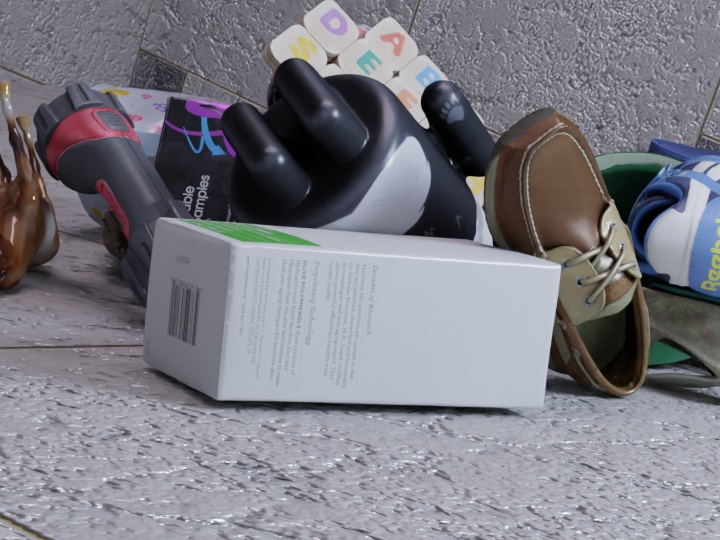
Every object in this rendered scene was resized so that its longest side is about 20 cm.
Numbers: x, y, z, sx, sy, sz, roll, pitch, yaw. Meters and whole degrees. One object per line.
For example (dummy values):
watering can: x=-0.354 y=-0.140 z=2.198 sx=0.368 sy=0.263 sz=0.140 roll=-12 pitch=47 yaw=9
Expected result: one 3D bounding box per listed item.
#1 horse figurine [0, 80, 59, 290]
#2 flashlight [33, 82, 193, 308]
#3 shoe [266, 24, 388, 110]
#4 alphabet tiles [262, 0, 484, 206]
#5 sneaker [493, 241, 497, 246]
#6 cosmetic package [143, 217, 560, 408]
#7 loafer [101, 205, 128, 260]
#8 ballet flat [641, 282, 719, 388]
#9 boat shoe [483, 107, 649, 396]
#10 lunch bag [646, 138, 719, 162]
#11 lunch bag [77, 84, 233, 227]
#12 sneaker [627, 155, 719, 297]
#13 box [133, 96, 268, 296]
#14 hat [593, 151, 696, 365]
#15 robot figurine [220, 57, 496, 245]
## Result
horse figurine: x=-0.235 y=-0.048 z=1.308 sx=0.050 sy=0.133 sz=0.200 roll=-11 pitch=-4 yaw=-7
flashlight: x=-0.152 y=-0.042 z=1.236 sx=0.068 sy=0.068 sz=0.200 roll=-31 pitch=47 yaw=-3
shoe: x=-0.037 y=-0.098 z=1.542 sx=0.071 sy=0.201 sz=0.091 roll=29 pitch=27 yaw=36
alphabet tiles: x=0.016 y=-0.112 z=1.462 sx=0.015 sy=0.200 sz=0.196 roll=-41 pitch=2 yaw=43
sneaker: x=0.000 y=0.000 z=1.360 sx=0.199 sy=0.074 sz=0.081 roll=6 pitch=-10 yaw=-19
cosmetic package: x=-0.005 y=0.024 z=1.040 sx=0.199 sy=0.085 sz=0.107 roll=2 pitch=7 yaw=-30
loafer: x=-0.159 y=-0.026 z=1.412 sx=0.063 sy=0.072 sz=0.200 roll=-34 pitch=6 yaw=3
ballet flat: x=0.170 y=0.033 z=1.218 sx=0.199 sy=0.063 sz=0.067 roll=18 pitch=-7 yaw=41
boat shoe: x=0.129 y=-0.005 z=1.104 sx=0.076 sy=0.200 sz=0.074 roll=-37 pitch=46 yaw=-15
lunch bag: x=0.284 y=-0.013 z=1.437 sx=0.135 sy=0.133 sz=0.200 roll=8 pitch=11 yaw=-31
lunch bag: x=-0.140 y=-0.084 z=1.605 sx=0.169 sy=0.128 sz=0.200 roll=12 pitch=-2 yaw=16
sneaker: x=0.205 y=-0.034 z=1.221 sx=0.082 sy=0.074 sz=0.200 roll=7 pitch=11 yaw=-3
box: x=-0.044 y=-0.037 z=1.290 sx=0.199 sy=0.144 sz=0.036 roll=9 pitch=-28 yaw=1
hat: x=0.190 y=0.025 z=1.390 sx=0.165 sy=0.201 sz=0.176 roll=16 pitch=-33 yaw=9
robot figurine: x=-0.002 y=-0.038 z=1.165 sx=0.150 sy=0.125 sz=0.200 roll=-10 pitch=-39 yaw=31
